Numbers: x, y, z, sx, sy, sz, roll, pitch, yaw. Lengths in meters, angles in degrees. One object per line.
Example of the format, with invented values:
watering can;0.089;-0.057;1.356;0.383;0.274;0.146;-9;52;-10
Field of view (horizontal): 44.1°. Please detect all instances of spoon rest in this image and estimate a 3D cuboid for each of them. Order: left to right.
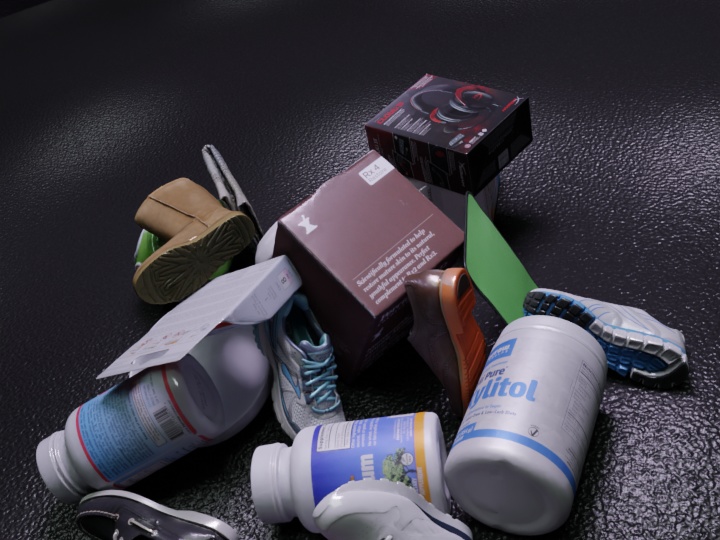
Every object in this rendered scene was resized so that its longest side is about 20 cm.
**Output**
spoon rest;-0.088;-0.034;1.175;0.100;0.061;0.200;-50;-1;9

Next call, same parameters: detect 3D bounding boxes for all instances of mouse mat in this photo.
mouse mat;0.176;0.016;1.069;0.007;0.200;0.161;-27;31;26

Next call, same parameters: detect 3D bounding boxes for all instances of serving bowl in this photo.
serving bowl;-0.191;0.134;1.125;0.199;0.066;0.201;-10;58;16

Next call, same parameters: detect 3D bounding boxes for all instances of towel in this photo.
towel;-0.166;-0.066;1.290;0.034;0.193;0.200;-28;37;-7

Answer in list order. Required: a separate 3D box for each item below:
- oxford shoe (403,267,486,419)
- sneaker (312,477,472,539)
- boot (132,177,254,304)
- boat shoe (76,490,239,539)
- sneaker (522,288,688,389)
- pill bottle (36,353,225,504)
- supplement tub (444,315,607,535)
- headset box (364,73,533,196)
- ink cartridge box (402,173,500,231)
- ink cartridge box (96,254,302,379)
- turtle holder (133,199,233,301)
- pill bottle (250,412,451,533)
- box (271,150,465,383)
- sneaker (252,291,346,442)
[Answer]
oxford shoe;0.096;0.083;1.001;0.072;0.201;0.071;2;31;25
sneaker;0.042;0.257;0.819;0.076;0.199;0.081;-46;33;25
boot;-0.245;-0.042;1.150;0.175;0.067;0.200;-32;34;-23
boat shoe;-0.230;0.292;0.960;0.198;0.074;0.060;10;38;17
sneaker;0.289;0.068;1.050;0.199;0.075;0.087;24;35;12
pill bottle;-0.264;0.184;1.019;0.199;0.109;0.109;-29;37;6
supplement tub;0.177;0.159;0.932;0.131;0.133;0.200;5;42;25
headset box;0.114;-0.193;1.234;0.199;0.075;0.149;23;53;37
ink cartridge box;0.131;-0.126;1.312;0.124;0.129;0.201;-2;40;16
ink cartridge box;-0.178;0.067;1.005;0.162;0.057;0.200;-16;27;40
turtle holder;-0.266;-0.041;1.329;0.131;0.140;0.187;-32;50;45
pill bottle;-0.010;0.217;0.940;0.198;0.113;0.112;-9;37;9
box;0.000;0.000;1.095;0.166;0.200;0.164;-38;74;-26
sneaker;-0.064;0.118;1.035;0.077;0.086;0.201;-16;76;-38
